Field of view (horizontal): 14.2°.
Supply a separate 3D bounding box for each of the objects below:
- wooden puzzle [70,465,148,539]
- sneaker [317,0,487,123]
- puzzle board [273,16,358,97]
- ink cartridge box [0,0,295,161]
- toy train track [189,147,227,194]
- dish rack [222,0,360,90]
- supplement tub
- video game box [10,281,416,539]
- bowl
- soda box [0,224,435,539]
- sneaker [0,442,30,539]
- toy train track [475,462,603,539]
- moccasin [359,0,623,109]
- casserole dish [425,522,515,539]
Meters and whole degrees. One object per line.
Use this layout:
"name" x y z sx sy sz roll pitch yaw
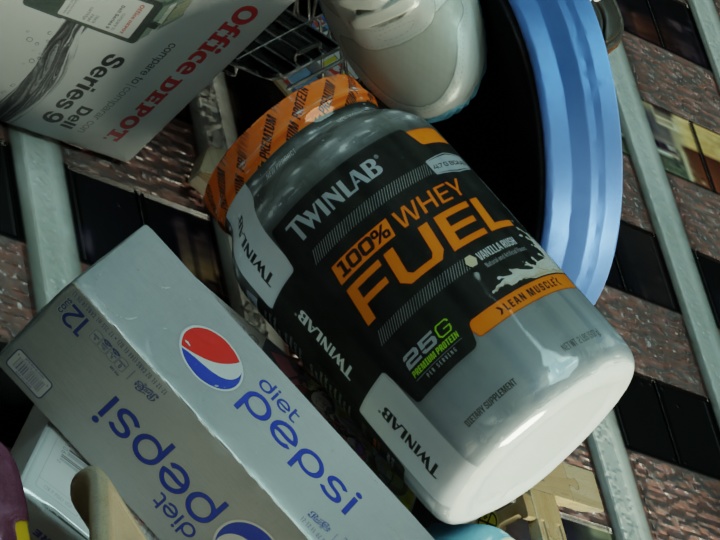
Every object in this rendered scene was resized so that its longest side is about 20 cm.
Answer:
"wooden puzzle" -0.068 0.194 1.123 0.185 0.046 0.200 61 2 -25
"sneaker" -0.004 -0.162 1.383 0.200 0.076 0.081 66 21 -2
"puzzle board" 0.035 -0.096 1.657 0.151 0.017 0.200 50 32 2
"ink cartridge box" -0.151 -0.146 1.367 0.200 0.146 0.084 17 45 -39
"toy train track" 0.000 0.000 1.485 0.200 0.033 0.115 38 33 -15
"dish rack" -0.024 -0.153 1.552 0.200 0.055 0.153 -30 49 -34
"supplement tub" 0.023 0.010 1.361 0.200 0.123 0.122 48 31 16
"video game box" -0.067 0.103 1.301 0.182 0.047 0.200 39 34 -12
"bowl" 0.072 -0.069 1.447 0.039 0.201 0.201 -7 57 -19
"soda box" -0.057 0.081 1.233 0.200 0.063 0.068 47 34 -1
"sneaker" -0.148 0.159 1.132 0.090 0.075 0.200 35 40 -34
"toy train track" 0.087 0.146 1.456 0.115 0.033 0.200 21 47 -49
"moccasin" 0.061 -0.114 1.626 0.201 0.078 0.074 -37 101 -39
"casserole dish" 0.054 0.190 1.321 0.121 0.039 0.200 62 27 -13
